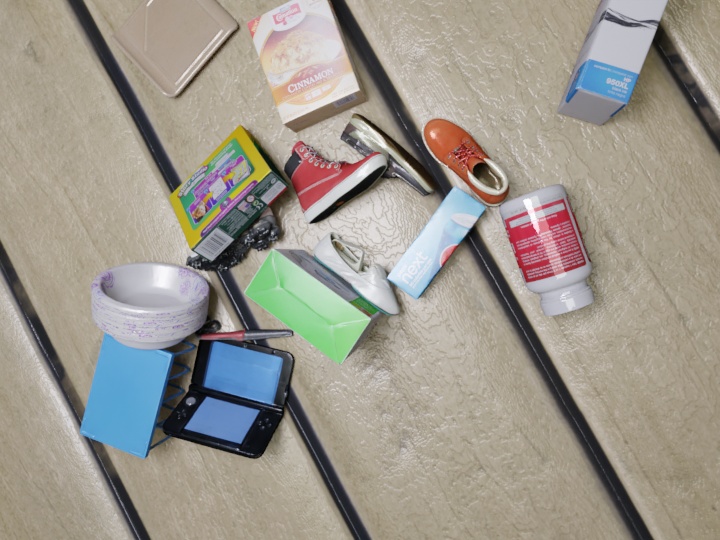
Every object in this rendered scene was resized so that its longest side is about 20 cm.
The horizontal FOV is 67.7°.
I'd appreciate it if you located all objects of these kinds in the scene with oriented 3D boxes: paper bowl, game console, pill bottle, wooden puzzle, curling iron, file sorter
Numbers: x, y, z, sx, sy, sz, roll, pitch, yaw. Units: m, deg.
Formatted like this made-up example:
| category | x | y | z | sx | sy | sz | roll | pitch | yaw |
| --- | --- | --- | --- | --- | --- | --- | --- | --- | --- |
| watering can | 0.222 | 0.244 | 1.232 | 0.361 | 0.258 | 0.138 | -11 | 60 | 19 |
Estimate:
| category | x | y | z | sx | sy | sz | roll | pitch | yaw |
| --- | --- | --- | --- | --- | --- | --- | --- | --- | --- |
| paper bowl | -0.383 | 0.069 | 0.984 | 0.200 | 0.201 | 0.105 | 18 | 112 | 10 |
| game console | -0.247 | 0.230 | 1.008 | 0.199 | 0.176 | 0.117 | 11 | 122 | 11 |
| pill bottle | 0.315 | -0.033 | 0.894 | 0.112 | 0.112 | 0.201 | -19 | 88 | 10 |
| wooden puzzle | -0.363 | -0.466 | 1.053 | 0.200 | 0.037 | 0.185 | -44 | 83 | 4 |
| curling iron | -0.230 | 0.116 | 1.040 | 0.199 | 0.026 | 0.050 | 3 | 76 | 9 |
| file sorter | -0.418 | 0.225 | 1.032 | 0.138 | 0.123 | 0.201 | 17 | 94 | 10 |

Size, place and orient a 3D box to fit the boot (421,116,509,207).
| category | x | y | z | sx | sy | sz | roll | pitch | yaw |
| --- | --- | --- | --- | --- | --- | --- | --- | --- | --- |
| boot | 0.181 | -0.196 | 0.920 | 0.200 | 0.107 | 0.075 | 46 | 100 | 8 |

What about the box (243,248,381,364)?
| category | x | y | z | sx | sy | sz | roll | pitch | yaw |
| --- | --- | --- | --- | --- | --- | --- | --- | --- | --- |
| box | -0.073 | 0.057 | 0.936 | 0.200 | 0.176 | 0.097 | 35 | 98 | 8 |

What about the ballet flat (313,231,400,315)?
| category | x | y | z | sx | sy | sz | roll | pitch | yaw |
| --- | --- | --- | --- | --- | --- | --- | --- | --- | --- |
| ballet flat | 0.000 | 0.000 | 0.967 | 0.200 | 0.069 | 0.070 | 38 | 98 | 16 |

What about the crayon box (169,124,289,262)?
| category | x | y | z | sx | sy | sz | roll | pitch | yaw |
| --- | --- | --- | --- | --- | --- | --- | --- | --- | --- |
| crayon box | -0.246 | -0.144 | 0.982 | 0.200 | 0.058 | 0.173 | -42 | 49 | 8 |

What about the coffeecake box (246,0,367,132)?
| category | x | y | z | sx | sy | sz | roll | pitch | yaw |
| --- | --- | --- | --- | --- | --- | --- | --- | --- | --- |
| coffeecake box | -0.097 | -0.381 | 0.983 | 0.153 | 0.073 | 0.201 | -21 | 87 | 11 |

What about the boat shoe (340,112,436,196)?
| category | x | y | z | sx | sy | sz | roll | pitch | yaw |
| --- | --- | --- | --- | --- | --- | --- | --- | --- | --- |
| boat shoe | 0.049 | -0.198 | 0.967 | 0.200 | 0.073 | 0.065 | 44 | 113 | 8 |

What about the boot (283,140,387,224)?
| category | x | y | z | sx | sy | sz | roll | pitch | yaw |
| --- | --- | --- | --- | --- | --- | --- | --- | --- | --- |
| boot | -0.054 | -0.190 | 0.956 | 0.200 | 0.072 | 0.145 | -29 | 83 | 35 |

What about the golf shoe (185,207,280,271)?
| category | x | y | z | sx | sy | sz | roll | pitch | yaw |
| --- | --- | --- | --- | --- | --- | --- | --- | --- | --- |
| golf shoe | -0.248 | -0.066 | 1.029 | 0.200 | 0.078 | 0.095 | -24 | 65 | 12 |

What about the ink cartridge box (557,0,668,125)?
| category | x | y | z | sx | sy | sz | roll | pitch | yaw |
| --- | --- | --- | --- | --- | --- | --- | --- | --- | --- |
| ink cartridge box | 0.401 | -0.353 | 0.853 | 0.084 | 0.145 | 0.201 | 20 | 95 | 8 |

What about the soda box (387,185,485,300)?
| category | x | y | z | sx | sy | sz | roll | pitch | yaw |
| --- | --- | --- | --- | --- | --- | --- | --- | --- | --- |
| soda box | 0.135 | -0.048 | 0.952 | 0.068 | 0.064 | 0.200 | 37 | 98 | 8 |
